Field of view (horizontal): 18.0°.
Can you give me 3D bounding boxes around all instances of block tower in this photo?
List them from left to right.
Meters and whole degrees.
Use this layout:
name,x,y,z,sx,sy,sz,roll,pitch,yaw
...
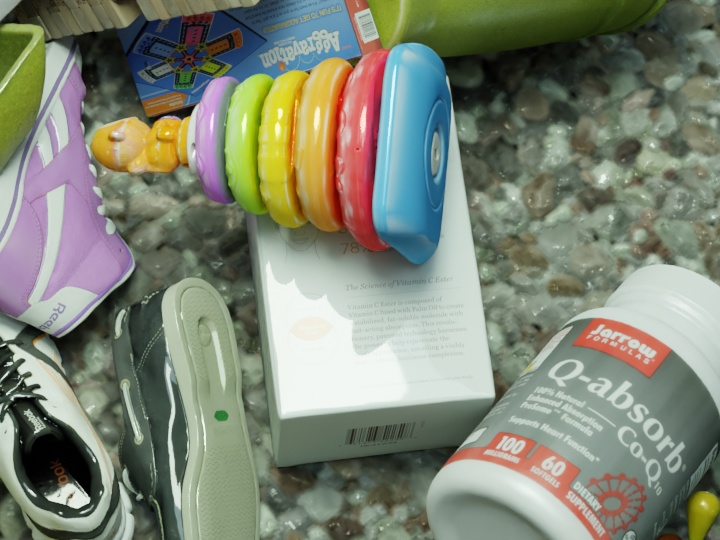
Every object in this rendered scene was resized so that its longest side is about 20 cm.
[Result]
name,x,y,z,sx,sy,sz,roll,pitch,yaw
block tower,-0.124,-0.176,1.293,0.058,0.199,0.054,-49,121,-36

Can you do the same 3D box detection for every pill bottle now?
name,x,y,z,sx,sy,sz,roll,pitch,yaw
pill bottle,0.135,0.093,1.269,0.116,0.116,0.200,36,56,10

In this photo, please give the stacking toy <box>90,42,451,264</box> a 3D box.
name,x,y,z,sx,sy,sz,roll,pitch,yaw
stacking toy,-0.054,-0.068,1.247,0.199,0.116,0.110,3,81,15

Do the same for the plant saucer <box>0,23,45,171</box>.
name,x,y,z,sx,sy,sz,roll,pitch,yaw
plant saucer,-0.275,-0.052,1.302,0.199,0.048,0.200,9,59,47

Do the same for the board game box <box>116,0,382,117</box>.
name,x,y,z,sx,sy,sz,roll,pitch,yaw
board game box,-0.075,-0.156,1.317,0.019,0.199,0.103,-24,100,-42

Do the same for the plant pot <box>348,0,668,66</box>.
name,x,y,z,sx,sy,sz,roll,pitch,yaw
plant pot,0.055,-0.207,1.323,0.192,0.201,0.201,-24,71,-32

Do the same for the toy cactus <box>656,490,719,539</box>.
name,x,y,z,sx,sy,sz,roll,pitch,yaw
toy cactus,0.200,0.226,1.261,0.165,0.102,0.200,47,69,-6

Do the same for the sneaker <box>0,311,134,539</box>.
name,x,y,z,sx,sy,sz,roll,pitch,yaw
sneaker,-0.191,0.074,1.287,0.074,0.080,0.200,-33,73,-14

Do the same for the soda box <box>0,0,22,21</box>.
name,x,y,z,sx,sy,sz,roll,pitch,yaw
soda box,-0.231,-0.171,1.278,0.200,0.070,0.063,-45,32,-2

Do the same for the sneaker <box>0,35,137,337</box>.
name,x,y,z,sx,sy,sz,roll,pitch,yaw
sneaker,-0.179,-0.046,1.350,0.114,0.073,0.201,35,46,-27

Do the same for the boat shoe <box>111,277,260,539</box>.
name,x,y,z,sx,sy,sz,roll,pitch,yaw
boat shoe,-0.103,0.109,1.297,0.067,0.072,0.201,-16,74,28

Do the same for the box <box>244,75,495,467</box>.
name,x,y,z,sx,sy,sz,roll,pitch,yaw
box,0.000,0.000,1.319,0.124,0.098,0.201,-5,70,-6
